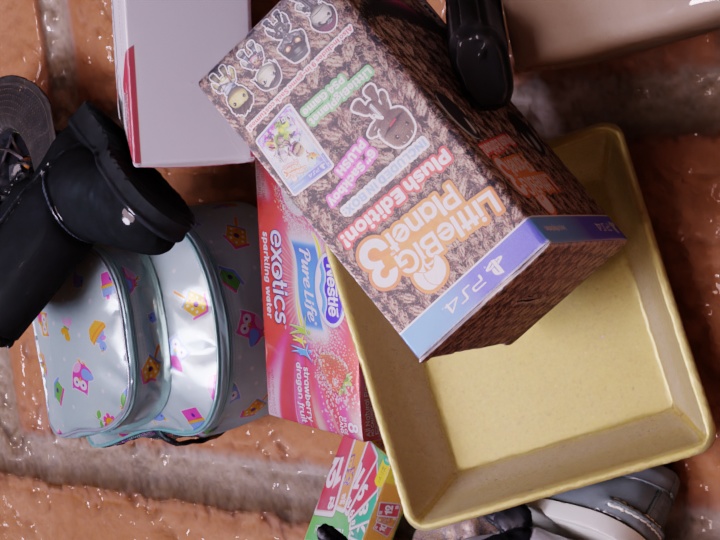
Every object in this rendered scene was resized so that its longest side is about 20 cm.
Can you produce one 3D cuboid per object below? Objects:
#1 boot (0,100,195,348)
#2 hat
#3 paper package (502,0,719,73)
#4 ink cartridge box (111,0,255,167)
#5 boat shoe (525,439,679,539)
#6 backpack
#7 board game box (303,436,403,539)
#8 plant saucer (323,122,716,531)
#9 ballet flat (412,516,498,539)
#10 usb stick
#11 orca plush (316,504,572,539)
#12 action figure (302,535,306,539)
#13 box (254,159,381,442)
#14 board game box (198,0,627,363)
[{"bbox_3d":[-0.202,-0.016,1.429,0.162,0.073,0.198,-49,33,4],"label":"boot"},{"bbox_3d":[-0.249,-0.049,1.673,0.201,0.081,0.201,-7,82,53],"label":"hat"},{"bbox_3d":[0.162,-0.220,1.144,0.200,0.103,0.191,-10,93,50],"label":"paper package"},{"bbox_3d":[-0.122,-0.156,1.427,0.200,0.083,0.147,-127,34,-75],"label":"ink cartridge box"},{"bbox_3d":[0.120,0.127,1.335,0.200,0.073,0.062,18,70,52],"label":"boat shoe"},{"bbox_3d":[-0.139,0.039,1.526,0.200,0.153,0.176,-10,87,43],"label":"backpack"},{"bbox_3d":[-0.019,0.210,1.447,0.200,0.030,0.096,-72,21,6],"label":"board game box"},{"bbox_3d":[0.098,0.035,1.283,0.200,0.048,0.200,-19,84,22],"label":"plant saucer"},{"bbox_3d":[0.110,0.215,1.328,0.200,0.067,0.068,39,171,26],"label":"ballet flat"},{"bbox_3d":[0.067,-0.150,1.232,0.033,0.200,0.055,-18,115,9],"label":"usb stick"},{"bbox_3d":[0.055,0.186,1.284,0.200,0.071,0.105,15,98,29],"label":"orca plush"},{"bbox_3d":[-0.041,0.256,1.549,0.065,0.052,0.200,42,127,38],"label":"action figure"},{"bbox_3d":[0.000,0.000,1.393,0.100,0.095,0.200,12,109,47],"label":"box"},{"bbox_3d":[0.033,-0.059,1.195,0.097,0.159,0.200,-43,77,17],"label":"board game box"}]
